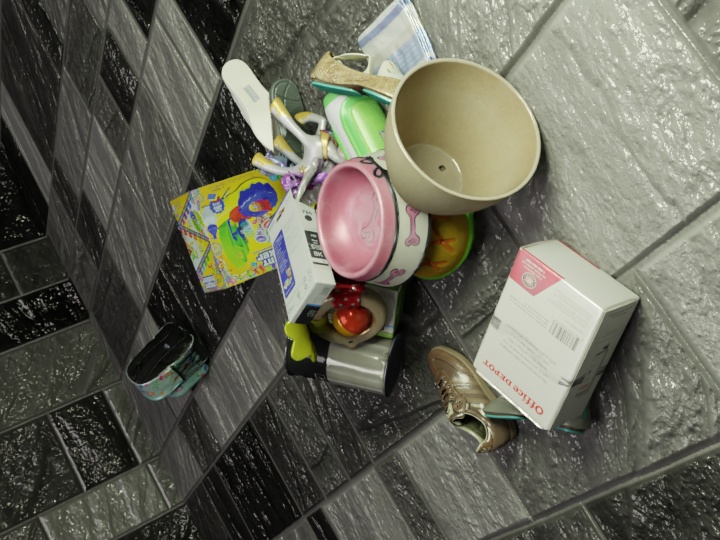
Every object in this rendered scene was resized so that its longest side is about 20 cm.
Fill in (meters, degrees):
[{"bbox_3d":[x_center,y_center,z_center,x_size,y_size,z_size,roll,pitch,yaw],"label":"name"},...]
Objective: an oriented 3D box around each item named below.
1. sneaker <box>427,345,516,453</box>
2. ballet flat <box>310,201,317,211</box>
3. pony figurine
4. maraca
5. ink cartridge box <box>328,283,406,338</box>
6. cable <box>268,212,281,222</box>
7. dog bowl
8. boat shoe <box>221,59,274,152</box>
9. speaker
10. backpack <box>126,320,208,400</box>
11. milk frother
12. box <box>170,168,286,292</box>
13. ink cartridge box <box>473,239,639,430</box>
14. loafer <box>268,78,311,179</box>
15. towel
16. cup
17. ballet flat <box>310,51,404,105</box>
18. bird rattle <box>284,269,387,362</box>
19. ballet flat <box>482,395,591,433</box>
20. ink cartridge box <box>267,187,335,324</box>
[{"bbox_3d":[0.162,0.203,1.399,0.200,0.075,0.071,47,144,29],"label":"sneaker"},{"bbox_3d":[-0.038,-0.040,1.553,0.200,0.067,0.067,58,157,20],"label":"ballet flat"},{"bbox_3d":[-0.083,-0.171,1.466,0.200,0.166,0.193,30,109,24],"label":"pony figurine"},{"bbox_3d":[0.108,-0.074,1.274,0.137,0.107,0.200,33,124,10],"label":"maraca"},{"bbox_3d":[0.000,0.000,1.449,0.148,0.076,0.200,12,130,10],"label":"ink cartridge box"},{"bbox_3d":[-0.114,-0.040,1.538,0.097,0.050,0.200,61,-169,16],"label":"cable"},{"bbox_3d":[0.010,-0.073,1.251,0.200,0.074,0.201,8,100,54],"label":"dog bowl"},{"bbox_3d":[-0.193,-0.299,1.633,0.200,0.072,0.069,50,175,7],"label":"boat shoe"},{"bbox_3d":[0.018,-0.191,1.352,0.200,0.088,0.088,63,149,6],"label":"speaker"},{"bbox_3d":[-0.529,0.260,2.387,0.177,0.200,0.151,22,148,48],"label":"backpack"},{"bbox_3d":[-0.012,0.106,1.563,0.188,0.180,0.200,11,92,15],"label":"milk frother"},{"bbox_3d":[-0.228,-0.083,1.692,0.122,0.200,0.193,-10,101,58],"label":"box"},{"bbox_3d":[0.249,0.083,1.144,0.146,0.083,0.200,42,129,35],"label":"ink cartridge box"},{"bbox_3d":[-0.127,-0.241,1.572,0.063,0.072,0.200,-165,65,-66],"label":"loafer"},{"bbox_3d":[0.067,-0.282,1.278,0.147,0.024,0.200,-24,89,60],"label":"towel"},{"bbox_3d":[0.112,-0.150,1.136,0.200,0.200,0.143,60,154,11],"label":"cup"},{"bbox_3d":[0.016,-0.277,1.265,0.200,0.070,0.065,21,93,25],"label":"ballet flat"},{"bbox_3d":[-0.031,0.058,1.410,0.200,0.163,0.113,-47,36,26],"label":"bird rattle"},{"bbox_3d":[0.257,0.194,1.275,0.200,0.067,0.064,-2,81,57],"label":"ballet flat"},{"bbox_3d":[-0.094,-0.024,1.344,0.100,0.039,0.200,-55,39,39],"label":"ink cartridge box"}]
